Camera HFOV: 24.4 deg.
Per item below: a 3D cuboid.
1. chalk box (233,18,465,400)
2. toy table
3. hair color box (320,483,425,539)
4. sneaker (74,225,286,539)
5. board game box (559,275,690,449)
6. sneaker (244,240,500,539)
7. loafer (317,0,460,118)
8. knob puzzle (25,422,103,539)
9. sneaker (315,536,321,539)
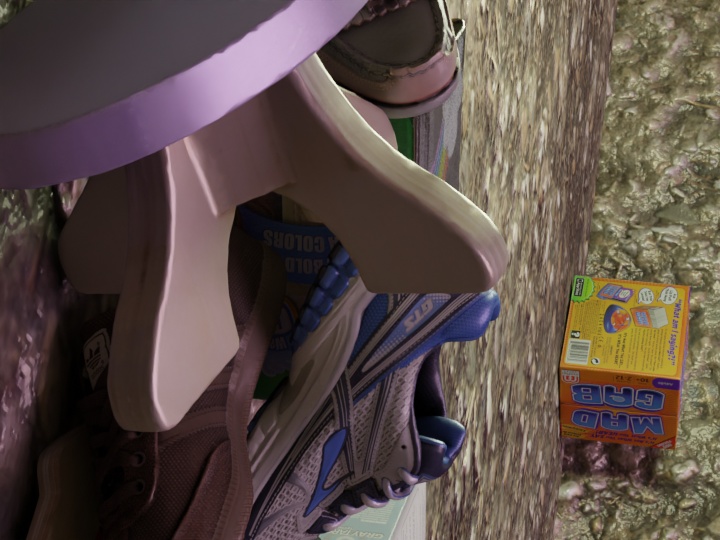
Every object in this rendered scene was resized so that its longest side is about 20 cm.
[{"bbox_3d":[-0.021,-0.012,0.785,0.125,0.123,0.202,-58,151,-67],"label":"chalk box"},{"bbox_3d":[-0.044,-0.047,0.575,0.200,0.183,0.118,-42,125,-37],"label":"toy table"},{"bbox_3d":[-0.003,0.205,1.089,0.200,0.060,0.100,-58,150,-66],"label":"hair color box"},{"bbox_3d":[-0.084,0.057,0.649,0.070,0.075,0.201,-41,-151,39],"label":"sneaker"},{"bbox_3d":[0.449,0.156,2.820,0.201,0.198,0.201,81,19,-48],"label":"board game box"},{"bbox_3d":[-0.005,0.075,0.699,0.201,0.085,0.077,-65,176,21],"label":"sneaker"},{"bbox_3d":[-0.020,-0.148,0.702,0.063,0.071,0.201,85,-21,-51],"label":"loafer"},{"bbox_3d":[-0.094,0.148,0.687,0.219,0.030,0.222,-12,90,-73],"label":"knob puzzle"},{"bbox_3d":[-0.045,0.189,0.820,0.200,0.070,0.100,-74,147,-84],"label":"sneaker"}]
